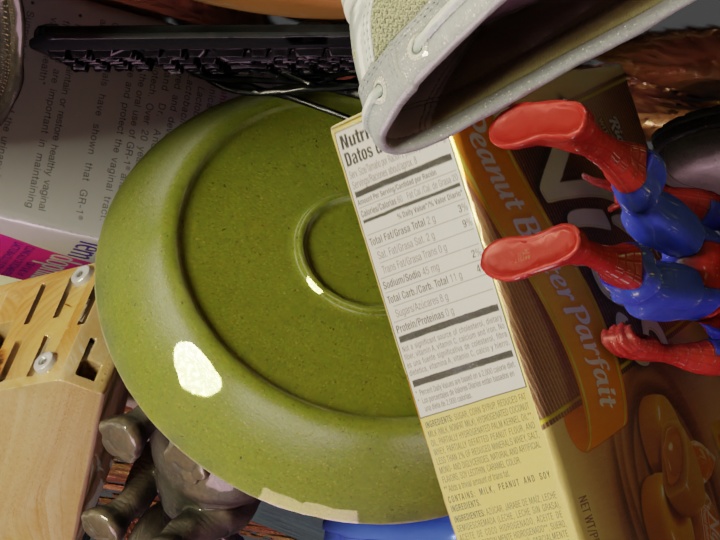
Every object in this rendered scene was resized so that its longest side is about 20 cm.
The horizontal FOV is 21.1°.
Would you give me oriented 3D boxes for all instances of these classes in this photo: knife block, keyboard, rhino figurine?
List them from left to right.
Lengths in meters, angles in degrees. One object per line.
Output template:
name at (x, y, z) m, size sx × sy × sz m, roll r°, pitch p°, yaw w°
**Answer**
knife block at (-0.136, 0.087, 0.854) m, size 0.200 × 0.064 × 0.176 m, roll -12°, pitch 134°, yaw 33°
rhino figurine at (-0.071, 0.090, 0.827) m, size 0.060 × 0.087 × 0.200 m, roll 38°, pitch 145°, yaw 11°
keyboard at (-0.014, -0.072, 0.715) m, size 0.200 × 0.040 × 0.104 m, roll 1°, pitch -175°, yaw 6°

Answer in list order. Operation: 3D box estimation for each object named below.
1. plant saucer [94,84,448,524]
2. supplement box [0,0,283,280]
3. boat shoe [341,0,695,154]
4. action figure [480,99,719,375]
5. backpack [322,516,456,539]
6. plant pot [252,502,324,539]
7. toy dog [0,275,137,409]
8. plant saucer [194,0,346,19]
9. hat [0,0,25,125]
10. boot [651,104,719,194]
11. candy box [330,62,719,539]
plant saucer at (0.000, 0.000, 0.737) m, size 0.200 × 0.200 × 0.031 m, roll 11°, pitch 144°, yaw -6°
supplement box at (-0.126, -0.052, 0.812) m, size 0.200 × 0.103 × 0.101 m, roll 12°, pitch 164°, yaw -17°
boat shoe at (0.080, -0.093, 0.535) m, size 0.202 × 0.065 × 0.074 m, roll -20°, pitch 153°, yaw 30°
action figure at (0.105, -0.002, 0.644) m, size 0.052 × 0.065 × 0.200 m, roll -12°, pitch 159°, yaw 35°
backpack at (0.052, 0.066, 0.885) m, size 0.162 × 0.168 × 0.200 m, roll -11°, pitch 149°, yaw 42°
plant pot at (0.009, 0.085, 1.110) m, size 0.200 × 0.200 × 0.196 m, roll 23°, pitch 168°, yaw -42°
toy dog at (-0.162, -0.020, 0.944) m, size 0.200 × 0.140 × 0.194 m, roll 18°, pitch -153°, yaw -33°
plant saucer at (-0.035, -0.125, 0.612) m, size 0.200 × 0.032 × 0.200 m, roll 8°, pitch 166°, yaw 2°
hat at (-0.215, -0.087, 0.638) m, size 0.200 × 0.081 × 0.201 m, roll 13°, pitch 138°, yaw 12°
boot at (0.209, 0.011, 0.776) m, size 0.200 × 0.131 × 0.068 m, roll 12°, pitch 165°, yaw -10°
candy box at (0.071, 0.031, 0.673) m, size 0.055 × 0.200 × 0.115 m, roll -22°, pitch 174°, yaw 39°
